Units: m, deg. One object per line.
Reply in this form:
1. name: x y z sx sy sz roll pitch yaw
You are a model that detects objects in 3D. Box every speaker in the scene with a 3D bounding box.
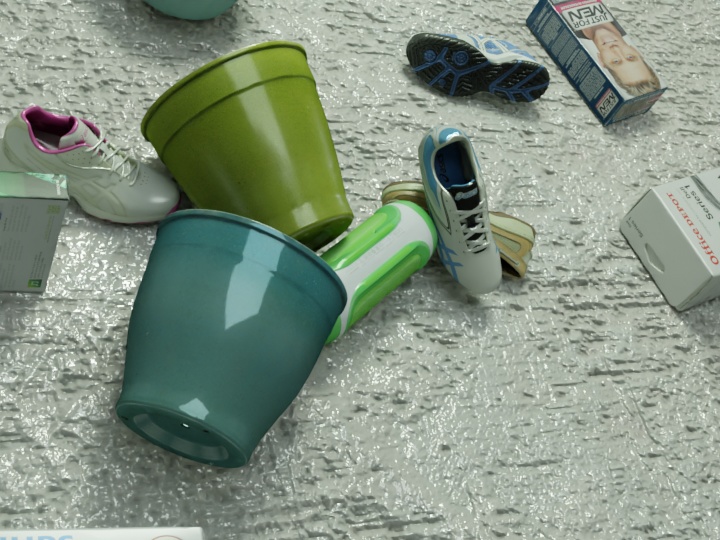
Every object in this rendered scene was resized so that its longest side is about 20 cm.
1. speaker: 0.000 0.000 1.334 0.088 0.089 0.200 44 50 9

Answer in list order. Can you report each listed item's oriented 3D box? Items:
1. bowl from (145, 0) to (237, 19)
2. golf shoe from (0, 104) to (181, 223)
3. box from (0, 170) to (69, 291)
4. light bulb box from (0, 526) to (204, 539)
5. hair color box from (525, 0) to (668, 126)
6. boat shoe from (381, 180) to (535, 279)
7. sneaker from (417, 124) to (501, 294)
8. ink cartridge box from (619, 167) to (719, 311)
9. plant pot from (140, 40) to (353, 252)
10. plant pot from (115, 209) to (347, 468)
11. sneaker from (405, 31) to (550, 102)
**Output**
1. bowl: -0.210 -0.385 1.492 0.199 0.105 0.202 13 52 -17
2. golf shoe: -0.278 -0.110 1.275 0.198 0.092 0.076 17 51 -17
3. box: -0.382 -0.037 1.137 0.198 0.145 0.037 1 52 -26
4. light bulb box: -0.232 0.294 0.939 0.196 0.200 0.126 4 55 -23
5. hair color box: 0.334 -0.308 1.729 0.099 0.061 0.201 -20 69 -34
6. boat shoe: 0.114 -0.043 1.436 0.198 0.072 0.077 18 67 -12
7. sneaker: 0.114 -0.065 1.372 0.071 0.072 0.202 -20 102 -8
8. ink cartridge box: 0.459 -0.048 1.591 0.199 0.084 0.147 -17 65 -34
9. plant pot: -0.103 -0.108 1.307 0.199 0.200 0.194 -22 79 -35
10. plant pot: -0.134 0.076 1.158 0.199 0.200 0.189 24 65 -8
11. sneaker: 0.150 -0.274 1.622 0.198 0.076 0.077 13 30 -17
